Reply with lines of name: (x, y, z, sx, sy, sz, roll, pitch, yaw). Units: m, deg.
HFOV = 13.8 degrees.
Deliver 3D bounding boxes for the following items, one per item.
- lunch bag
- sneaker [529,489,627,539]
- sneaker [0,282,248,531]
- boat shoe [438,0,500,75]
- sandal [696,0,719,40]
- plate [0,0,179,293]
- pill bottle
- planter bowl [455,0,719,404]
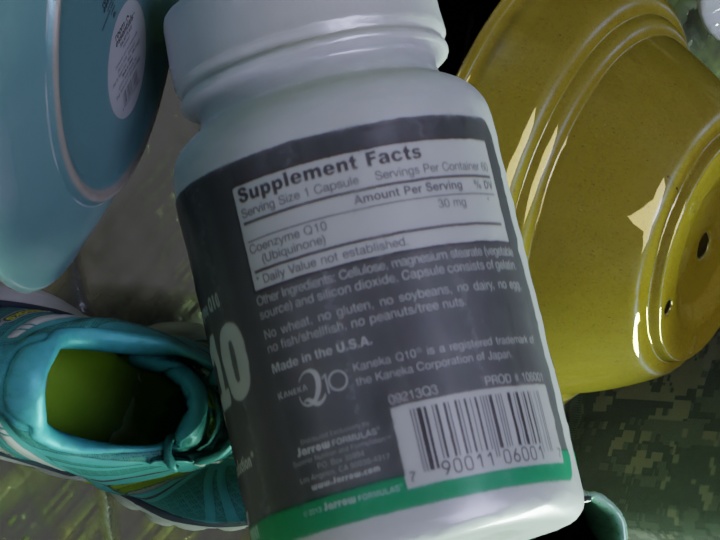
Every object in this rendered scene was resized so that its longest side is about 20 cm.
lunch bag: (0.201, 0.091, 1.233, 0.200, 0.164, 0.118, 23, 75, -38)
sneaker: (0.005, 0.129, 1.065, 0.200, 0.118, 0.074, -35, 106, -26)
sneaker: (-0.066, 0.055, 1.063, 0.200, 0.080, 0.078, 12, 87, -40)
boat shoe: (0.044, -0.130, 1.135, 0.074, 0.073, 0.200, 10, 89, -40)
sandal: (0.197, -0.179, 1.265, 0.207, 0.059, 0.079, -47, 149, -18)
plate: (-0.089, -0.091, 0.986, 0.200, 0.026, 0.201, 7, 90, -78)
pill bottle: (0.000, 0.000, 1.010, 0.113, 0.113, 0.200, -4, 76, -39)
planter bowl: (0.099, -0.020, 1.138, 0.200, 0.083, 0.201, -43, 143, -44)
